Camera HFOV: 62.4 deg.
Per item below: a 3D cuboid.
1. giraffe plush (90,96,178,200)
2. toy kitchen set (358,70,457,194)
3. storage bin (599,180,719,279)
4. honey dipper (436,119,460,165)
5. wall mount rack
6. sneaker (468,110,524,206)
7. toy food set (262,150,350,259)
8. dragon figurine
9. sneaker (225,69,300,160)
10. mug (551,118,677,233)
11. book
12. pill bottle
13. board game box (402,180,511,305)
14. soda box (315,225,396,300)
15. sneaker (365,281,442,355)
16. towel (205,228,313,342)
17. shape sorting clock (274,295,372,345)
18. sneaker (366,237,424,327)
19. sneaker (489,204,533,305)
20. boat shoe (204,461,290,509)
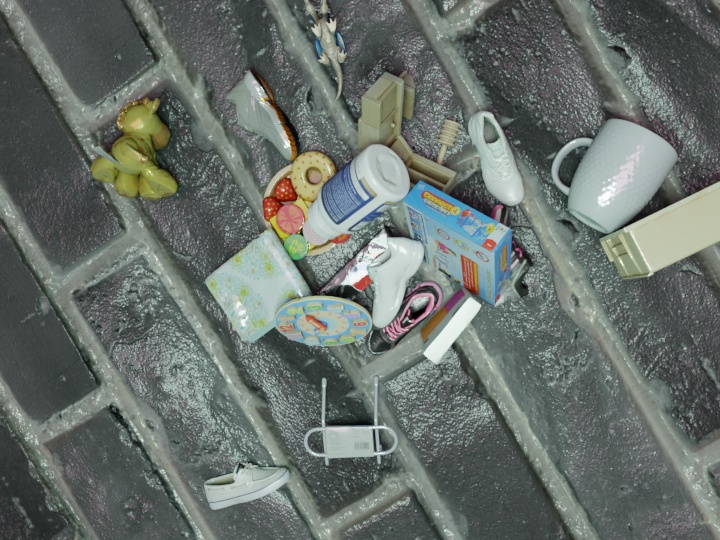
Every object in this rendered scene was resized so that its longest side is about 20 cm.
[{"bbox_3d":[-0.453,-0.260,1.213,0.170,0.201,0.165,5,67,9],"label":"giraffe plush"},{"bbox_3d":[0.113,-0.264,1.122,0.179,0.201,0.164,28,61,18],"label":"toy kitchen set"},{"bbox_3d":[0.570,-0.071,1.092,0.198,0.198,0.095,-27,84,7],"label":"storage bin"},{"bbox_3d":[0.155,-0.201,1.203,0.037,0.038,0.203,17,98,4],"label":"honey dipper"},{"bbox_3d":[-0.020,0.320,1.255,0.197,0.075,0.177,-3,99,6],"label":"wall mount rack"},{"bbox_3d":[0.266,-0.219,1.169,0.070,0.080,0.203,-25,94,6],"label":"sneaker"},{"bbox_3d":[-0.107,-0.128,1.231,0.199,0.049,0.199,-33,91,7],"label":"toy food set"},{"bbox_3d":[-0.061,-0.449,1.190,0.058,0.100,0.202,-18,112,6],"label":"dragon figurine"},{"bbox_3d":[-0.200,-0.302,1.219,0.091,0.076,0.202,-32,84,15],"label":"sneaker"},{"bbox_3d":[0.459,-0.180,1.129,0.199,0.147,0.177,37,97,34],"label":"mug"},{"bbox_3d":[0.171,0.095,1.146,0.048,0.200,0.134,38,98,2],"label":"book"},{"bbox_3d":[-0.011,-0.138,1.109,0.199,0.111,0.112,-32,92,42],"label":"pill bottle"},{"bbox_3d":[0.181,-0.048,1.102,0.195,0.201,0.056,33,73,26],"label":"board game box"},{"bbox_3d":[0.000,0.000,1.220,0.200,0.071,0.063,-44,93,8],"label":"soda box"},{"bbox_3d":[0.083,0.102,1.210,0.200,0.095,0.079,-44,92,9],"label":"sneaker"},{"bbox_3d":[-0.212,0.037,1.237,0.199,0.048,0.172,-34,92,22],"label":"towel"},{"bbox_3d":[-0.075,0.107,1.190,0.196,0.201,0.040,2,58,6],"label":"shape sorting clock"},{"bbox_3d":[0.047,0.019,1.163,0.087,0.076,0.202,14,117,-18],"label":"sneaker"},{"bbox_3d":[0.299,-0.031,1.187,0.086,0.074,0.203,-4,100,6],"label":"sneaker"},{"bbox_3d":[-0.250,0.455,1.293,0.197,0.071,0.071,-21,96,14],"label":"boat shoe"}]
